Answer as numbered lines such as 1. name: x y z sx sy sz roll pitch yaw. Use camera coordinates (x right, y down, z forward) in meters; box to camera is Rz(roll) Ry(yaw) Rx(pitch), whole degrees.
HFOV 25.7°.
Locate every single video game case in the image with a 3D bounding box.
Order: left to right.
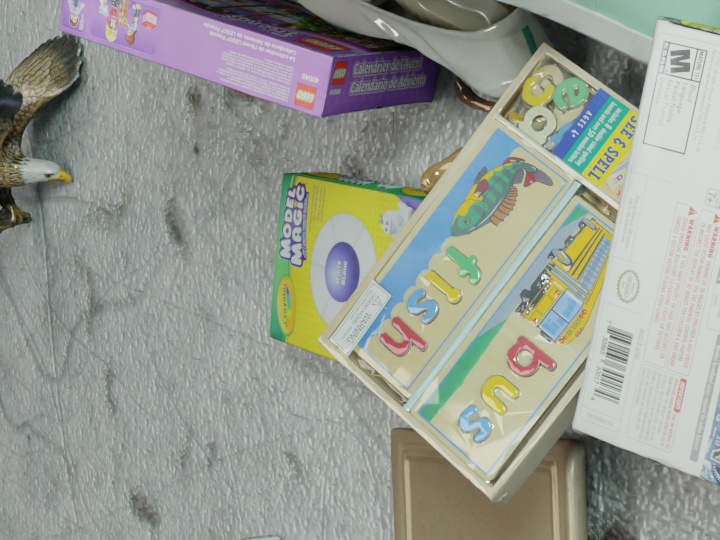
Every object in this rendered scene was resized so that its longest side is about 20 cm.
1. video game case: 0.195 0.005 0.694 0.180 0.036 0.202 18 107 33

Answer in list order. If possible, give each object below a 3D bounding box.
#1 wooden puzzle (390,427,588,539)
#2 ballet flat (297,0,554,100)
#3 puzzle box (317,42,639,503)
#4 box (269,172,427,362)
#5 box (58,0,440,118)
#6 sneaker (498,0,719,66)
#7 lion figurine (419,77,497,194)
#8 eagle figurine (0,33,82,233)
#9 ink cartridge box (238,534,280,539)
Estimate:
1. wooden puzzle: 0.079 0.188 0.923 0.200 0.037 0.187 -5 87 60
2. ballet flat: 0.030 -0.161 0.900 0.200 0.069 0.070 33 118 36
3. puzzle box: 0.084 0.000 0.807 0.133 0.025 0.201 39 96 26
4. box: 0.000 0.000 1.022 0.200 0.048 0.118 15 102 56
5. box: -0.066 -0.143 0.975 0.199 0.137 0.039 21 110 26
6. sneaker: 0.104 -0.183 0.767 0.074 0.199 0.119 -78 10 -66
7. lion figurine: 0.092 -0.021 0.866 0.122 0.072 0.202 -13 76 49
8. eagle figurine: -0.332 -0.117 1.446 0.152 0.150 0.201 -121 33 -51
9. ink cartridge box: -0.062 0.328 1.121 0.200 0.043 0.197 53 131 43
